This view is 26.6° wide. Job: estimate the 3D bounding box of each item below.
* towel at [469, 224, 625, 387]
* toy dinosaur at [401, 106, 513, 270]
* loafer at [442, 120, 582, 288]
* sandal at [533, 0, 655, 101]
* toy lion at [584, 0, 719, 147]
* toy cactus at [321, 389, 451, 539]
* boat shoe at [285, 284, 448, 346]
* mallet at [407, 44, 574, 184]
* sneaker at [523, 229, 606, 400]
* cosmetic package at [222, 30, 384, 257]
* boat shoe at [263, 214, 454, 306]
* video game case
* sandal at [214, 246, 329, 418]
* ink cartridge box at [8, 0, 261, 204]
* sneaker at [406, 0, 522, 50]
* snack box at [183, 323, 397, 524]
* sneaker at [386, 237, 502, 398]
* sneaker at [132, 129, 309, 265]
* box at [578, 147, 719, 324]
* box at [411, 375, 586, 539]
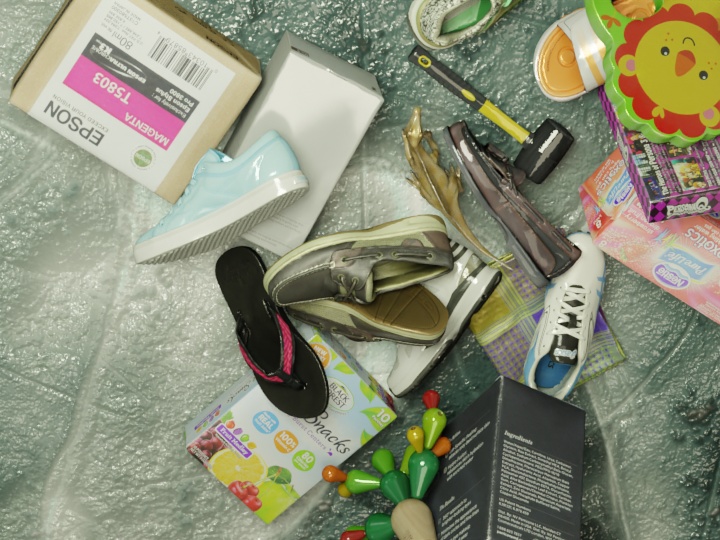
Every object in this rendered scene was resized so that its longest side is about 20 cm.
[{"bbox_3d":[0.199,0.058,1.697,0.142,0.023,0.201,-28,114,5],"label":"towel"},{"bbox_3d":[0.083,-0.082,1.576,0.058,0.101,0.201,-29,113,8],"label":"toy dinosaur"},{"bbox_3d":[0.160,-0.078,1.590,0.063,0.072,0.201,-30,103,14],"label":"loafer"},{"bbox_3d":[0.267,-0.247,1.541,0.205,0.059,0.080,-31,95,4],"label":"sandal"},{"bbox_3d":[0.301,-0.230,1.492,0.199,0.069,0.193,37,79,-1],"label":"toy lion"},{"bbox_3d":[0.040,0.241,1.646,0.102,0.166,0.200,32,107,-33],"label":"toy cactus"},{"bbox_3d":[0.004,0.042,1.614,0.198,0.073,0.065,20,138,25],"label":"boat shoe"},{"bbox_3d":[0.139,-0.176,1.581,0.200,0.041,0.066,42,103,-17],"label":"mallet"},{"bbox_3d":[0.226,0.056,1.649,0.071,0.073,0.203,7,112,-9],"label":"sneaker"},{"bbox_3d":[-0.072,-0.126,1.551,0.112,0.081,0.201,26,107,-17],"label":"cosmetic package"},{"bbox_3d":[0.001,0.000,1.556,0.198,0.067,0.072,-17,145,-6],"label":"boat shoe"},{"bbox_3d":[0.349,-0.139,1.532,0.179,0.202,0.036,-9,137,-3],"label":"video game case"},{"bbox_3d":[-0.101,0.071,1.612,0.074,0.045,0.202,-28,90,18],"label":"sandal"},{"bbox_3d":[-0.222,-0.189,1.508,0.199,0.075,0.166,31,106,-19],"label":"ink cartridge box"},{"bbox_3d":[0.139,-0.278,1.503,0.199,0.089,0.077,-37,113,10],"label":"sneaker"},{"bbox_3d":[-0.079,0.169,1.695,0.199,0.053,0.142,-40,113,10],"label":"snack box"},{"bbox_3d":[0.061,0.039,1.659,0.115,0.076,0.201,39,122,9],"label":"sneaker"},{"bbox_3d":[-0.145,-0.073,1.499,0.198,0.074,0.083,-26,78,15],"label":"sneaker"},{"bbox_3d":[0.338,-0.042,1.608,0.199,0.103,0.095,29,122,-24],"label":"box"},{"bbox_3d":[0.144,0.256,1.643,0.116,0.202,0.197,21,142,-17],"label":"box"}]
